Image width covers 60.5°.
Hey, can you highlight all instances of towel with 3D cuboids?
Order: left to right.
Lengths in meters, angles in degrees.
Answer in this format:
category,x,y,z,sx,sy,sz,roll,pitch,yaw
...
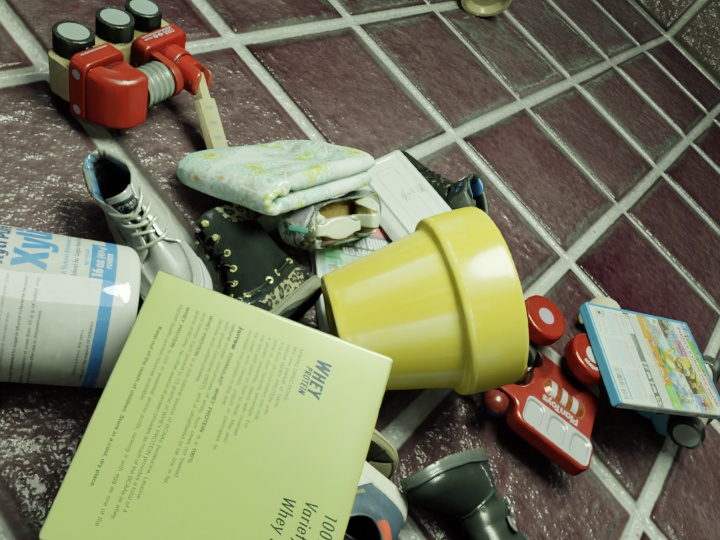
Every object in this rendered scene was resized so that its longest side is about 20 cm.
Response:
category,x,y,z,sx,sy,sz,roll,pitch,yaw
towel,-0.101,-0.125,0.773,0.169,0.049,0.199,18,29,36

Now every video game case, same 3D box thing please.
category,x,y,z,sx,sy,sz,roll,pitch,yaw
video game case,0.000,0.000,0.831,0.141,0.017,0.203,10,52,-28
video game case,0.393,0.122,0.831,0.197,0.018,0.145,11,52,-23

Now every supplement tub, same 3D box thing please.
category,x,y,z,sx,sy,sz,roll,pitch,yaw
supplement tub,-0.301,0.028,0.529,0.197,0.132,0.134,11,51,-28

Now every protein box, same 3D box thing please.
category,x,y,z,sx,sy,sz,roll,pitch,yaw
protein box,-0.105,0.143,0.505,0.197,0.135,0.201,20,69,-6

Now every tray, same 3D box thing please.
category,x,y,z,sx,sy,sz,roll,pitch,yaw
tray,0.066,-0.102,0.896,0.106,0.022,0.201,-25,58,-19

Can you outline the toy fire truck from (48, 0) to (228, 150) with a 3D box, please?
category,x,y,z,sx,sy,sz,roll,pitch,yaw
toy fire truck,-0.256,-0.218,0.773,0.199,0.129,0.176,34,44,8

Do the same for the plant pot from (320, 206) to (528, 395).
category,x,y,z,sx,sy,sz,roll,pitch,yaw
plant pot,0.060,0.048,0.687,0.186,0.202,0.203,-13,61,-8

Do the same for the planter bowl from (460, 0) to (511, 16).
category,x,y,z,sx,sy,sz,roll,pitch,yaw
planter bowl,0.299,-0.695,1.461,0.197,0.199,0.137,11,78,-26

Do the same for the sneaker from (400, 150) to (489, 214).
category,x,y,z,sx,sy,sz,roll,pitch,yaw
sneaker,0.130,-0.131,0.950,0.072,0.112,0.201,-17,68,-41

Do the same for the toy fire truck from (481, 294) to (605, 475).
category,x,y,z,sx,sy,sz,roll,pitch,yaw
toy fire truck,0.227,0.143,0.805,0.199,0.112,0.169,37,45,-2

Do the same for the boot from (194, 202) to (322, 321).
category,x,y,z,sx,sy,sz,roll,pitch,yaw
boot,-0.148,0.012,0.687,0.154,0.074,0.203,47,40,10

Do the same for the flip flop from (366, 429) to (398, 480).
category,x,y,z,sx,sy,sz,roll,pitch,yaw
flip flop,-0.038,0.146,0.658,0.199,0.081,0.058,40,27,-2

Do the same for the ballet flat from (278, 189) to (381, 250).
category,x,y,z,sx,sy,sz,roll,pitch,yaw
ballet flat,-0.016,-0.062,0.790,0.199,0.072,0.072,-18,67,-50

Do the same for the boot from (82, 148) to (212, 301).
category,x,y,z,sx,sy,sz,roll,pitch,yaw
boot,-0.224,-0.039,0.623,0.073,0.096,0.200,-37,59,-14

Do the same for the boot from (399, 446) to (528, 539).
category,x,y,z,sx,sy,sz,roll,pitch,yaw
boot,0.131,0.292,0.637,0.164,0.065,0.202,10,52,-53

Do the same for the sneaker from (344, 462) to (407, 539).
category,x,y,z,sx,sy,sz,roll,pitch,yaw
sneaker,-0.042,0.211,0.599,0.199,0.075,0.085,37,40,-4

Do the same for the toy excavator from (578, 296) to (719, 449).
category,x,y,z,sx,sy,sz,roll,pitch,yaw
toy excavator,0.438,0.151,0.955,0.099,0.198,0.198,-27,118,-44
